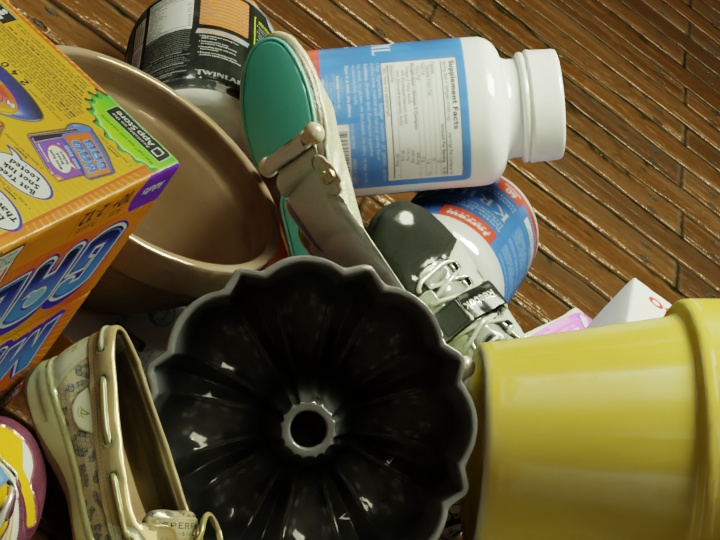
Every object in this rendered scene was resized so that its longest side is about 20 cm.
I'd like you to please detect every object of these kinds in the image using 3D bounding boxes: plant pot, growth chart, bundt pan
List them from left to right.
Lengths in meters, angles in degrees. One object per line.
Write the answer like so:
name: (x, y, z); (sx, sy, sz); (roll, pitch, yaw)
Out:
plant pot: (-0.156, -0.040, 1.236); (0.200, 0.093, 0.201); (31, 28, -19)
bundt pan: (-0.032, 0.091, 1.186); (0.201, 0.202, 0.076); (38, 0, -3)
growth chart: (0.000, 0.000, 1.250); (0.201, 0.018, 0.145); (56, -18, -9)
plant pot: (0.160, 0.113, 1.215); (0.187, 0.202, 0.201); (4, 33, -3)

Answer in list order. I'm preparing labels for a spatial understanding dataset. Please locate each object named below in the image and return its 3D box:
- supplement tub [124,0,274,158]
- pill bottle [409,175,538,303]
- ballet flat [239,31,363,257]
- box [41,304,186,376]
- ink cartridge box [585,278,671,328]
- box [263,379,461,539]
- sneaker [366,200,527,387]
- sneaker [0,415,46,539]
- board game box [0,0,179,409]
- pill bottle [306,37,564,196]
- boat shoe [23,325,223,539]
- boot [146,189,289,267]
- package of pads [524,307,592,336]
supplement tub: (-0.119, -0.133, 1.481); (0.122, 0.123, 0.201); (30, 28, -19)
pill bottle: (0.065, 0.000, 1.523); (0.112, 0.112, 0.200); (39, 26, 0)
ballet flat: (-0.036, -0.064, 1.368); (0.062, 0.067, 0.202); (7, 69, -65)
box: (-0.190, 0.018, 1.250); (0.200, 0.042, 0.119); (39, 26, -6)
ink cartridge box: (0.221, 0.114, 1.426); (0.146, 0.086, 0.200); (35, 28, -6)
box: (-0.005, 0.109, 1.309); (0.199, 0.070, 0.064); (24, 26, -29)
sneaker: (0.078, 0.037, 1.375); (0.074, 0.088, 0.201); (-36, 103, -21)
sneaker: (-0.200, 0.118, 1.021); (0.075, 0.090, 0.200); (37, 27, -5)
board game box: (-0.260, -0.030, 1.049); (0.200, 0.200, 0.200); (43, 26, 6)
pill bottle: (0.051, -0.117, 1.496); (0.198, 0.113, 0.113); (-5, 35, -2)
boat shoe: (-0.124, 0.127, 1.103); (0.201, 0.062, 0.073); (62, 17, 16)
boot: (-0.077, -0.031, 1.384); (0.199, 0.075, 0.108); (13, 73, -44)
package of pads: (0.170, 0.117, 1.527); (0.155, 0.068, 0.200); (46, 27, 13)
